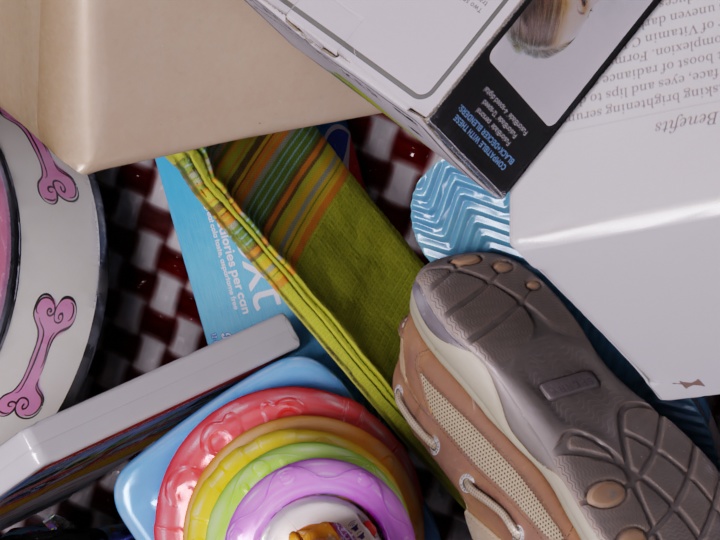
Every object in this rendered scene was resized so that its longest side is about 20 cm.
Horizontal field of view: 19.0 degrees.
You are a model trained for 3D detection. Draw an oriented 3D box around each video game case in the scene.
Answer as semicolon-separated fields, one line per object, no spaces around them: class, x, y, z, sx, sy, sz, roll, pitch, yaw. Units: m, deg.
video game case;-0.130;0.083;0.902;0.200;0.143;0.018;-34;83;46

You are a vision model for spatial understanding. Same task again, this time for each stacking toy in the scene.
stacking toy;-0.020;0.102;0.785;0.109;0.200;0.116;-33;94;-6

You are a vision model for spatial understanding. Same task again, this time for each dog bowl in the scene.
dog bowl;-0.211;0.002;0.973;0.199;0.074;0.202;-6;79;32

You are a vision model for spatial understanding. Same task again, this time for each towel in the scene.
towel;0.000;0.000;0.874;0.018;0.086;0.200;-26;112;34

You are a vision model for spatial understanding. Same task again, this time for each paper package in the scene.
paper package;-0.044;-0.153;0.768;0.103;0.190;0.201;32;127;47

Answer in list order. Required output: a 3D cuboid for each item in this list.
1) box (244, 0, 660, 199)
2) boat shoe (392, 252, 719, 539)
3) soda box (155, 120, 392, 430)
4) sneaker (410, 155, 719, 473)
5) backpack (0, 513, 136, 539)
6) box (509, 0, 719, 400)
box;0.058;-0.138;0.695;0.116;0.060;0.200;37;88;37
boat shoe;0.078;0.083;0.796;0.200;0.075;0.072;56;135;32
soda box;-0.037;-0.022;0.934;0.067;0.064;0.201;-13;96;25
sneaker;0.096;0.026;0.882;0.076;0.081;0.201;-23;104;24
backpack;-0.111;0.194;0.950;0.134;0.200;0.184;-16;92;10
box;0.129;-0.077;0.758;0.106;0.152;0.201;-10;64;24
